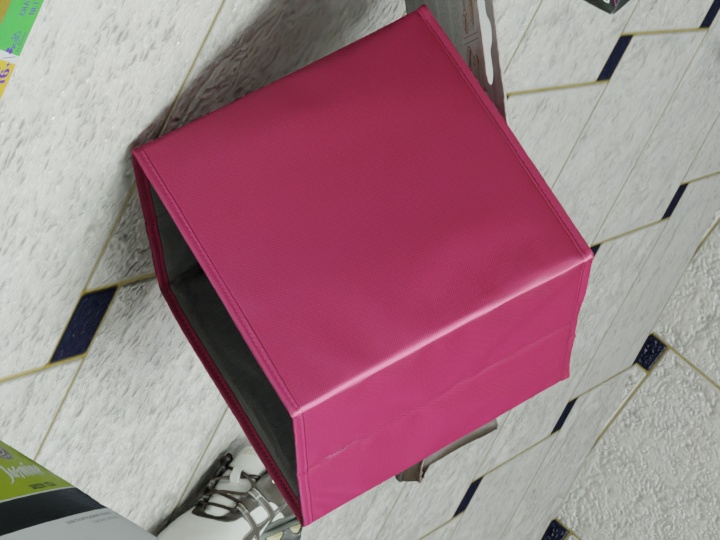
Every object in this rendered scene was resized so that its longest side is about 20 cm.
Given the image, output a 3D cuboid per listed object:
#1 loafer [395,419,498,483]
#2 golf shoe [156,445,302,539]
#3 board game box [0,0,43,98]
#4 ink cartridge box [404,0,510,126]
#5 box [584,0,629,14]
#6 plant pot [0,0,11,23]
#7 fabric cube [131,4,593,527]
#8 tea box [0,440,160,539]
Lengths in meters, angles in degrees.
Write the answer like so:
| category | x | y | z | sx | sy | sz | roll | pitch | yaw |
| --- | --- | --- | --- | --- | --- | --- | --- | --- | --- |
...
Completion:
| category | x | y | z | sx | sy | sz | roll | pitch | yaw |
| --- | --- | --- | --- | --- | --- | --- | --- | --- | --- |
| loafer | 0.104 | 0.138 | 2.483 | 0.200 | 0.071 | 0.073 | -52 | 164 | -25 |
| golf shoe | -0.104 | 0.183 | 1.926 | 0.200 | 0.078 | 0.095 | -25 | 126 | -68 |
| board game box | -0.198 | -0.117 | 1.052 | 0.153 | 0.040 | 0.200 | -64 | 165 | 19 |
| ink cartridge box | 0.077 | -0.143 | 1.575 | 0.200 | 0.050 | 0.161 | 173 | -90 | -75 |
| box | 0.108 | -0.270 | 1.429 | 0.124 | 0.200 | 0.149 | -40 | 156 | -53 |
| plant pot | -0.169 | -0.170 | 0.776 | 0.200 | 0.200 | 0.176 | -65 | 176 | 22 |
| fabric cube | 0.000 | 0.000 | 1.503 | 0.199 | 0.196 | 0.200 | -29 | 158 | -12 |
| tea box | -0.226 | 0.153 | 1.188 | 0.134 | 0.197 | 0.200 | -62 | 164 | 10 |
